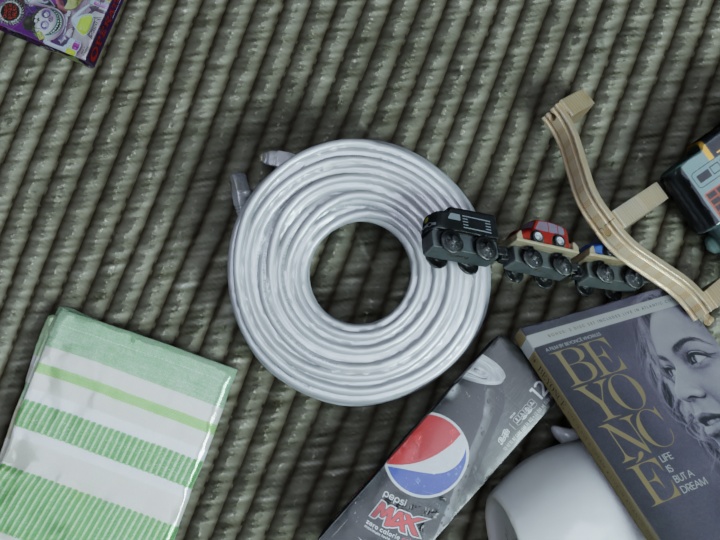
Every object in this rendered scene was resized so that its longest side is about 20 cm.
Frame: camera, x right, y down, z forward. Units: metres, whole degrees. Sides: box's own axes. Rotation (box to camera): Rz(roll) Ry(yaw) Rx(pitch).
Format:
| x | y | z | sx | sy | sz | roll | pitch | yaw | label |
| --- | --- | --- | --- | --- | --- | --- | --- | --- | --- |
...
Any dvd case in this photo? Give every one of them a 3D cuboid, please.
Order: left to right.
| x | y | z | sx | sy | sz | roll | pitch | yaw | label |
| --- | --- | --- | --- | --- | --- | --- | --- | --- | --- |
| 0.217 | 0.102 | 0.725 | 0.148 | 0.016 | 0.201 | -13 | 54 | -26 | dvd case |

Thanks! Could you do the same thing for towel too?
| x | y | z | sx | sy | sz | roll | pitch | yaw | label |
| --- | --- | --- | --- | --- | --- | --- | --- | --- | --- |
| -0.198 | 0.144 | 0.791 | 0.152 | 0.023 | 0.201 | 20 | 84 | 1 | towel |

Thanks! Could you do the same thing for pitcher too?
| x | y | z | sx | sy | sz | roll | pitch | yaw | label |
| --- | --- | --- | --- | --- | --- | --- | --- | --- | --- |
| 0.188 | 0.151 | 0.754 | 0.199 | 0.121 | 0.173 | -13 | 66 | -12 | pitcher |

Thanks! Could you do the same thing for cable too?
| x | y | z | sx | sy | sz | roll | pitch | yaw | label |
| --- | --- | --- | --- | --- | --- | --- | --- | --- | --- |
| 0.000 | 0.000 | 0.779 | 0.198 | 0.069 | 0.202 | -3 | 85 | -1 | cable |

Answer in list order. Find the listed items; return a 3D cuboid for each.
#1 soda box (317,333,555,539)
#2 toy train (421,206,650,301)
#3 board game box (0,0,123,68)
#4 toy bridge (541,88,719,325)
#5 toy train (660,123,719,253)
| x | y | z | sx | sy | sz | roll | pitch | yaw | label |
| --- | --- | --- | --- | --- | --- | --- | --- | --- | --- |
| 0.058 | 0.141 | 0.766 | 0.063 | 0.071 | 0.200 | 41 | 86 | 6 | soda box |
| 0.131 | -0.014 | 0.762 | 0.199 | 0.034 | 0.046 | 10 | 60 | -27 | toy train |
| -0.228 | -0.275 | 0.826 | 0.119 | 0.032 | 0.201 | 21 | 85 | 6 | board game box |
| 0.202 | -0.042 | 0.783 | 0.067 | 0.027 | 0.201 | -28 | 80 | -37 | toy bridge |
| 0.316 | -0.035 | 0.783 | 0.114 | 0.085 | 0.201 | -35 | 89 | 10 | toy train |
